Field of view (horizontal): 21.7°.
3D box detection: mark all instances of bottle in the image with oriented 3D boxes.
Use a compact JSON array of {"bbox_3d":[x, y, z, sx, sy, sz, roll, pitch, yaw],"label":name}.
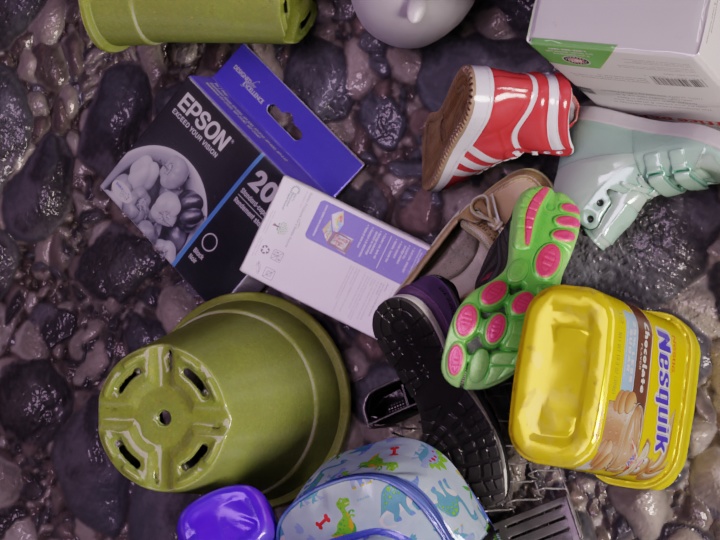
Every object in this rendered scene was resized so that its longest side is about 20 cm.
[{"bbox_3d":[-0.105,0.245,1.636,0.083,0.200,0.065,-22,67,-5],"label":"bottle"}]

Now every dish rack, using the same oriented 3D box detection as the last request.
[{"bbox_3d":[0.101,0.174,1.625,0.153,0.055,0.200,-25,71,22],"label":"dish rack"}]

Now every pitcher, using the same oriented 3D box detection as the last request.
[{"bbox_3d":[0.055,-0.275,1.638,0.121,0.200,0.172,12,49,-6],"label":"pitcher"}]

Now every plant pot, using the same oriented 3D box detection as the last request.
[{"bbox_3d":[-0.134,0.120,1.652,0.200,0.190,0.200,0,90,20],"label":"plant pot"},{"bbox_3d":[-0.138,-0.288,1.775,0.190,0.200,0.200,13,87,16],"label":"plant pot"}]

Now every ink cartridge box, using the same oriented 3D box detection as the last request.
[{"bbox_3d":[-0.125,-0.090,1.798,0.200,0.043,0.198,-50,63,10],"label":"ink cartridge box"},{"bbox_3d":[0.243,-0.184,1.534,0.146,0.200,0.084,9,82,28],"label":"ink cartridge box"},{"bbox_3d":[0.000,0.000,1.699,0.200,0.039,0.100,27,93,12],"label":"ink cartridge box"}]

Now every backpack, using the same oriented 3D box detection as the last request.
[{"bbox_3d":[0.027,0.250,1.548,0.183,0.147,0.200,-24,98,32],"label":"backpack"}]

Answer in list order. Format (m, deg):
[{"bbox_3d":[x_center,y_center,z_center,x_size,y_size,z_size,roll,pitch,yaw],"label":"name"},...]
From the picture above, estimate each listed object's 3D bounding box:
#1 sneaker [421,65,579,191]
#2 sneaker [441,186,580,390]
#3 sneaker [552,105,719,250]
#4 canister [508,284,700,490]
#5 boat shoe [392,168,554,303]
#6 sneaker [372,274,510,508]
[{"bbox_3d":[0.121,-0.118,1.633,0.112,0.200,0.071,1,72,-13],"label":"sneaker"},{"bbox_3d":[0.125,0.024,1.545,0.077,0.084,0.200,28,60,6],"label":"sneaker"},{"bbox_3d":[0.250,-0.063,1.576,0.200,0.074,0.118,14,81,39],"label":"sneaker"},{"bbox_3d":[0.197,0.095,1.505,0.086,0.200,0.149,6,84,29],"label":"canister"},{"bbox_3d":[0.092,-0.009,1.629,0.201,0.063,0.073,-43,80,5],"label":"boat shoe"},{"bbox_3d":[0.089,0.098,1.575,0.076,0.088,0.200,-15,102,38],"label":"sneaker"}]
